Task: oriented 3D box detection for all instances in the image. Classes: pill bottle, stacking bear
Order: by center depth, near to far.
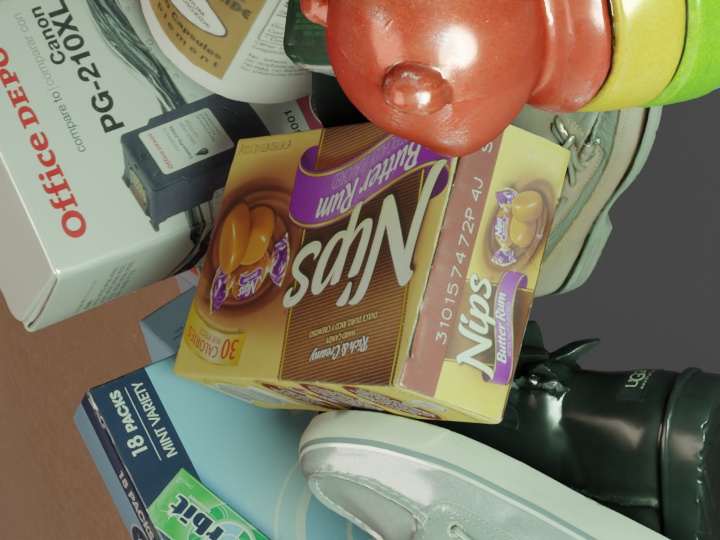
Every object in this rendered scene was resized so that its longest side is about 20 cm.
[{"bbox_3d":[0.079,-0.099,0.827,0.122,0.200,0.114,52,150,31],"label":"stacking bear"},{"bbox_3d":[-0.025,-0.165,1.083,0.115,0.114,0.200,63,154,12],"label":"pill bottle"}]

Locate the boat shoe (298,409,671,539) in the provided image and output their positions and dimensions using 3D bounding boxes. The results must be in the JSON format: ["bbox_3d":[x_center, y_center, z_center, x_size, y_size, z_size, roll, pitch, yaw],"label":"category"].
[{"bbox_3d":[0.053,0.121,0.987,0.200,0.072,0.070,23,152,20],"label":"boat shoe"}]

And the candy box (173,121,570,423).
[{"bbox_3d":[0.000,0.000,1.026,0.200,0.056,0.117,-1,71,61],"label":"candy box"}]

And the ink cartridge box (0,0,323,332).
[{"bbox_3d":[-0.103,-0.077,1.207,0.145,0.200,0.084,63,155,10],"label":"ink cartridge box"}]

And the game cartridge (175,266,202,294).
[{"bbox_3d":[-0.078,-0.034,1.359,0.133,0.041,0.200,27,141,49],"label":"game cartridge"}]

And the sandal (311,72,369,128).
[{"bbox_3d":[0.032,-0.107,1.026,0.200,0.076,0.043,120,156,-49],"label":"sandal"}]

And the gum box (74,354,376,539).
[{"bbox_3d":[-0.008,0.100,1.142,0.170,0.200,0.045,62,155,12],"label":"gum box"}]

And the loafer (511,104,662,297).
[{"bbox_3d":[0.078,-0.053,1.026,0.072,0.063,0.200,54,152,31],"label":"loafer"}]

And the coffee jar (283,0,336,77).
[{"bbox_3d":[0.033,-0.169,0.904,0.085,0.104,0.201,8,94,53],"label":"coffee jar"}]

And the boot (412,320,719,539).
[{"bbox_3d":[0.084,0.112,1.063,0.162,0.073,0.199,10,116,28],"label":"boot"}]

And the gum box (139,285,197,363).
[{"bbox_3d":[-0.041,0.127,1.384,0.200,0.044,0.170,41,155,39],"label":"gum box"}]
